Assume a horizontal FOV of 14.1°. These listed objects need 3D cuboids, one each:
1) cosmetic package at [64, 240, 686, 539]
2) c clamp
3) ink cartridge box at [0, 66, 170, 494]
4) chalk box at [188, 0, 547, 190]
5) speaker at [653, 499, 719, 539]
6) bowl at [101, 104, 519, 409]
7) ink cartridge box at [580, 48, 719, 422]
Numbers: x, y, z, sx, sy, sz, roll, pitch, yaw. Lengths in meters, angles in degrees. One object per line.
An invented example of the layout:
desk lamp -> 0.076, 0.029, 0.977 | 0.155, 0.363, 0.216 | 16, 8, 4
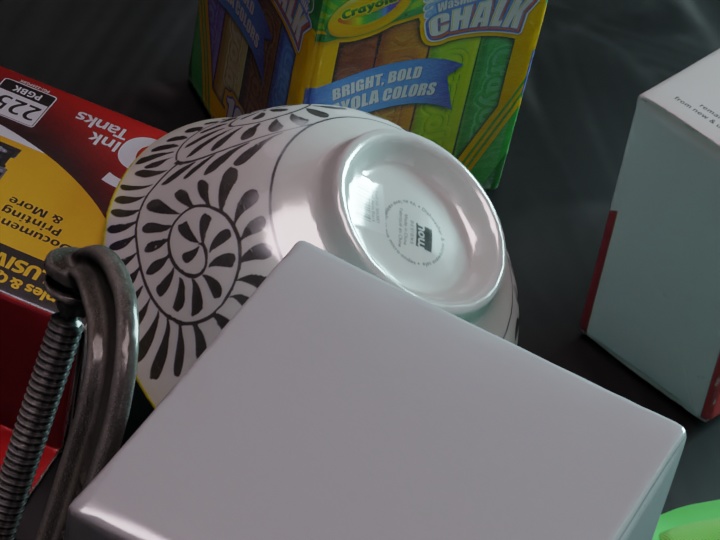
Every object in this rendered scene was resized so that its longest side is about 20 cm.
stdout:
cosmetic package -> -0.005, 0.137, 1.064 | 0.167, 0.200, 0.166 | 26, 45, 14
c clamp -> -0.122, 0.070, 1.084 | 0.027, 0.200, 0.171 | 13, 29, -17
ink cartridge box -> -0.193, -0.010, 1.261 | 0.200, 0.084, 0.176 | 22, 44, 9
chalk box -> 0.007, -0.139, 1.357 | 0.124, 0.200, 0.124 | -11, 48, -23
speaker -> 0.179, 0.135, 1.195 | 0.200, 0.088, 0.088 | -8, 47, -21
bowl -> 0.000, 0.000, 1.229 | 0.201, 0.094, 0.201 | 22, 49, -28
ink cartridge box -> 0.205, -0.044, 1.343 | 0.083, 0.147, 0.200 | 37, 47, 27
